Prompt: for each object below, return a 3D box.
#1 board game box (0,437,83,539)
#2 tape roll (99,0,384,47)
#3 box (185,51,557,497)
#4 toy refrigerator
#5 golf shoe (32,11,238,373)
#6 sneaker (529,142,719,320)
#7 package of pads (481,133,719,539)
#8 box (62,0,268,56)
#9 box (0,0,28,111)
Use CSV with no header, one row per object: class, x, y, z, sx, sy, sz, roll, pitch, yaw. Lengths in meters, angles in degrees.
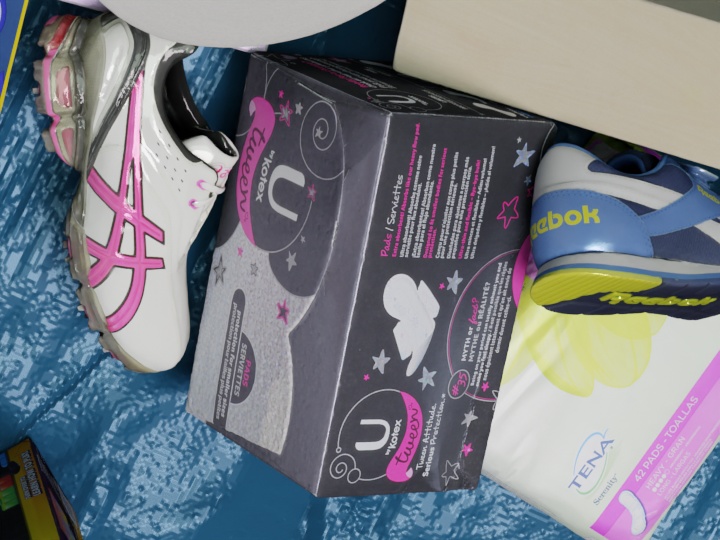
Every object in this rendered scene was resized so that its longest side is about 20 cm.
board game box,-0.216,0.179,1.342,0.165,0.200,0.057,-29,111,-4
tape roll,-0.043,-0.187,1.248,0.202,0.037,0.203,-12,143,-9
box,0.000,0.000,1.365,0.114,0.132,0.201,2,106,-39
toy refrigerator,0.125,-0.118,1.342,0.199,0.070,0.076,17,117,8
golf shoe,-0.107,-0.036,1.355,0.092,0.073,0.201,-2,117,13
sneaker,0.165,-0.021,1.355,0.199,0.074,0.083,6,67,-42
package of pads,0.139,0.040,1.454,0.154,0.068,0.200,32,96,-19
box,-0.138,-0.157,1.351,0.199,0.041,0.039,15,103,-15
box,-0.203,-0.118,1.297,0.064,0.070,0.201,10,125,-15
